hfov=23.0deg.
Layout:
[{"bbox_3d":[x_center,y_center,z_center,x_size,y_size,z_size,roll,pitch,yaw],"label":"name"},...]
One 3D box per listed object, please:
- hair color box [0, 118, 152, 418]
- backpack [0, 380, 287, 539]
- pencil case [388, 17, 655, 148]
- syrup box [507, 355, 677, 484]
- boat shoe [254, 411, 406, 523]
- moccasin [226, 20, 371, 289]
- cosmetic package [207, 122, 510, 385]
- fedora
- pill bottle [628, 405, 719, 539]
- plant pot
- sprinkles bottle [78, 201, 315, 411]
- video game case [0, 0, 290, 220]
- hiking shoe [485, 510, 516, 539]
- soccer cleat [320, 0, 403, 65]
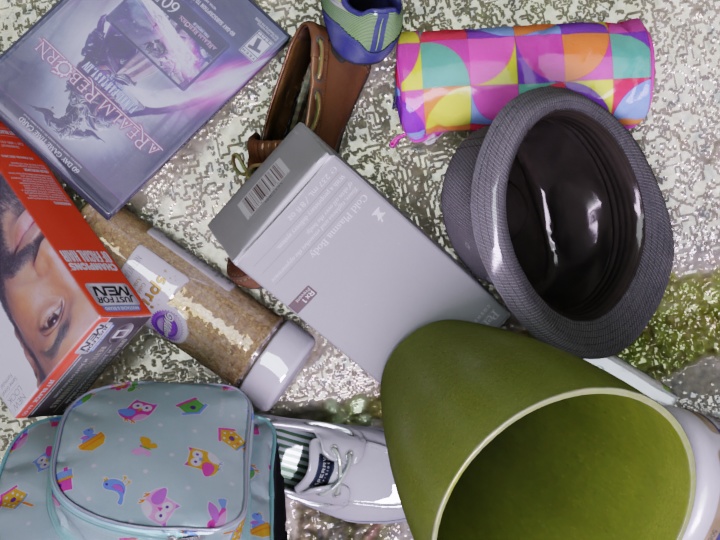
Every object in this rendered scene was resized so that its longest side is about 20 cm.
[{"bbox_3d":[-0.251,-0.004,1.281,0.111,0.064,0.200,-48,67,22],"label":"hair color box"},{"bbox_3d":[-0.155,0.169,1.203,0.199,0.176,0.154,-4,130,2],"label":"backpack"},{"bbox_3d":[0.117,-0.139,1.305,0.199,0.088,0.089,-5,89,2],"label":"pencil case"},{"bbox_3d":[0.147,0.154,1.304,0.079,0.081,0.201,30,92,1],"label":"syrup box"},{"bbox_3d":[-0.032,0.149,1.318,0.199,0.067,0.074,9,90,2],"label":"boat shoe"},{"bbox_3d":[-0.056,-0.085,1.308,0.078,0.074,0.202,22,91,-40],"label":"moccasin"},{"bbox_3d":[0.000,0.000,1.266,0.200,0.090,0.107,39,94,-27],"label":"cosmetic package"},{"bbox_3d":[0.129,-0.035,1.268,0.200,0.090,0.177,45,63,-32],"label":"fedora"},{"bbox_3d":[0.272,0.169,1.245,0.199,0.116,0.116,17,90,-32],"label":"pill bottle"},{"bbox_3d":[0.094,0.117,1.189,0.186,0.200,0.188,-9,117,-19],"label":"plant pot"},{"bbox_3d":[-0.131,0.023,1.324,0.200,0.068,0.068,35,91,3],"label":"sprinkles bottle"},{"bbox_3d":[-0.171,-0.155,1.322,0.143,0.019,0.200,43,72,2],"label":"video game case"},{"bbox_3d":[0.077,0.275,1.235,0.087,0.074,0.200,32,79,11],"label":"hiking shoe"},{"bbox_3d":[-0.009,-0.246,1.291,0.064,0.084,0.201,-7,66,-19],"label":"soccer cleat"}]
